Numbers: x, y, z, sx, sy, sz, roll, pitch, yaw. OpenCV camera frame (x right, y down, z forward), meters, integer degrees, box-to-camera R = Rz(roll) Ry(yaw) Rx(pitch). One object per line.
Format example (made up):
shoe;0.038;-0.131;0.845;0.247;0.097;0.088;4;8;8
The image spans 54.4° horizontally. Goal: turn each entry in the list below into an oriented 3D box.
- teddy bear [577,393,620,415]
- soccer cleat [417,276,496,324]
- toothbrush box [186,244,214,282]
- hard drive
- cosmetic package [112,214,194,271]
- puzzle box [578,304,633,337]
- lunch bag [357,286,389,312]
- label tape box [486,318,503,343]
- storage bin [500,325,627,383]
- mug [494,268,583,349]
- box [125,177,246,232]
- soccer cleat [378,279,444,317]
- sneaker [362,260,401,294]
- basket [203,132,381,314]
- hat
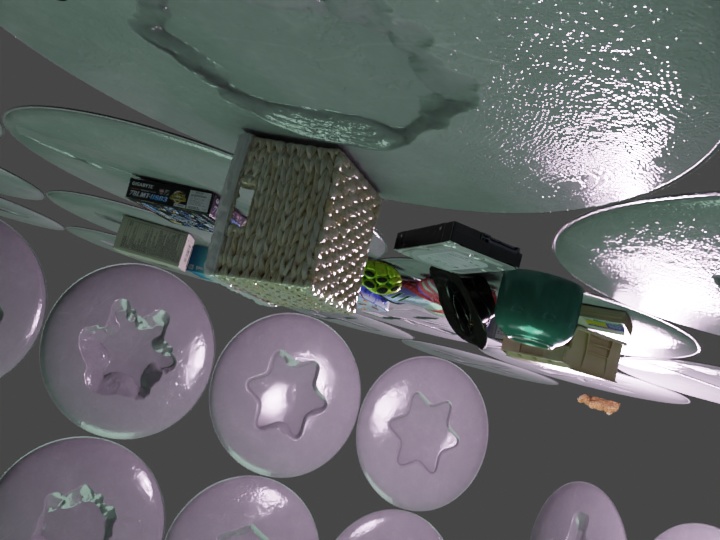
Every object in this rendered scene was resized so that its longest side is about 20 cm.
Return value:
teddy bear;1.143;0.646;3.371;0.196;0.068;0.145;13;173;24
soccer cleat;0.203;0.063;1.521;0.197;0.078;0.066;9;169;35
toothbrush box;-0.416;-0.003;2.178;0.196;0.087;0.146;14;170;17
hard drive;0.157;-0.033;1.164;0.137;0.039;0.199;20;169;-22
cosmetic package;-0.587;-0.076;2.000;0.196;0.106;0.087;17;170;1
puzzle box;0.451;0.093;1.435;0.196;0.026;0.133;11;169;29
lunch bag;-0.011;0.050;1.833;0.158;0.077;0.198;4;164;44
label tape box;0.401;0.167;1.836;0.142;0.065;0.198;23;168;-32
storage bin;0.453;0.175;1.580;0.196;0.096;0.198;19;173;-34
mug;0.326;0.079;1.285;0.149;0.117;0.185;11;169;28
box;-0.352;-0.126;1.461;0.194;0.051;0.200;14;171;17
soccer cleat;0.128;0.048;1.654;0.196;0.069;0.074;18;148;12
sneaker;0.000;0.000;1.584;0.195;0.076;0.084;12;-164;3
basket;-0.084;-0.052;0.963;0.157;0.203;0.200;10;169;20
hat;0.220;0.054;1.396;0.203;0.080;0.201;58;168;20
